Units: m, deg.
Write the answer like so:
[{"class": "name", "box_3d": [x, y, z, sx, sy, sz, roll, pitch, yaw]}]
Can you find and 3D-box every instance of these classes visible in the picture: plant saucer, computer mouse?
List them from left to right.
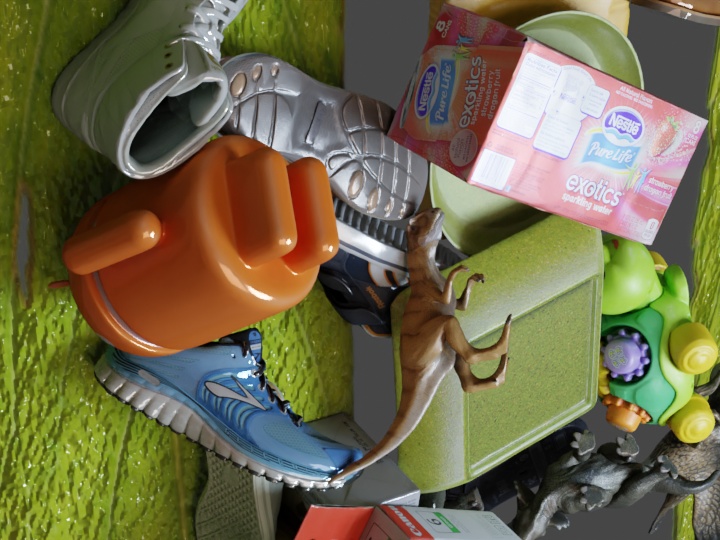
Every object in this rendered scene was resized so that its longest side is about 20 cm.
[{"class": "computer mouse", "box_3d": [0.096, 0.161, 1.292, 0.199, 0.046, 0.141, -33, 138, 0]}, {"class": "plant saucer", "box_3d": [0.118, 0.071, 1.152, 0.199, 0.048, 0.201, -26, 132, -27]}, {"class": "plant saucer", "box_3d": [0.126, -0.101, 1.111, 0.199, 0.031, 0.201, -19, 127, -27]}]

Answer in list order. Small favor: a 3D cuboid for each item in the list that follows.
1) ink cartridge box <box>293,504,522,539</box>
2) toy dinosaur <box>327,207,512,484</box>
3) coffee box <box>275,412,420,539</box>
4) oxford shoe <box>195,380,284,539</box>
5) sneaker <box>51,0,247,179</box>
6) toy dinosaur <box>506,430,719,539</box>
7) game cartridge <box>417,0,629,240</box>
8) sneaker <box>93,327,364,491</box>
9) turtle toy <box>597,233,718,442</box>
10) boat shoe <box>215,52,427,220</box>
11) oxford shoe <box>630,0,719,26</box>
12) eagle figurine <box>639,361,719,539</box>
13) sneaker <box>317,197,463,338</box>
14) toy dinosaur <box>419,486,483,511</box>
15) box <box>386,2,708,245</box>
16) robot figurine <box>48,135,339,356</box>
[{"class": "ink cartridge box", "box_3d": [0.026, 0.235, 1.121, 0.199, 0.050, 0.110, 12, 109, -44]}, {"class": "toy dinosaur", "box_3d": [0.050, 0.060, 1.042, 0.060, 0.105, 0.202, 60, 39, -76]}, {"class": "coffee box", "box_3d": [-0.024, 0.234, 1.200, 0.079, 0.113, 0.201, -13, 124, -30]}, {"class": "oxford shoe", "box_3d": [-0.085, 0.165, 1.144, 0.058, 0.075, 0.201, -36, 140, -48]}, {"class": "sneaker", "box_3d": [-0.093, -0.143, 0.904, 0.200, 0.115, 0.074, -52, 133, 2]}, {"class": "toy dinosaur", "box_3d": [0.206, 0.178, 1.272, 0.199, 0.077, 0.102, -15, 165, -20]}, {"class": "game cartridge", "box_3d": [0.125, -0.134, 1.129, 0.175, 0.032, 0.201, -18, 128, -27]}, {"class": "sneaker", "box_3d": [-0.081, 0.086, 1.034, 0.199, 0.078, 0.090, 29, 84, -3]}, {"class": "turtle toy", "box_3d": [0.232, 0.052, 1.270, 0.100, 0.146, 0.201, -12, 126, -5]}, {"class": "boat shoe", "box_3d": [-0.033, -0.094, 1.011, 0.199, 0.072, 0.076, 30, 81, -40]}, {"class": "oxford shoe", "box_3d": [0.280, -0.229, 1.162, 0.199, 0.071, 0.072, -15, 122, -43]}, {"class": "eagle figurine", "box_3d": [0.317, 0.185, 1.408, 0.201, 0.150, 0.152, 61, 39, -29]}, {"class": "sneaker", "box_3d": [0.000, 0.000, 1.091, 0.199, 0.079, 0.080, 25, 107, -39]}, {"class": "toy dinosaur", "box_3d": [0.056, 0.235, 1.247, 0.102, 0.077, 0.201, -13, 138, -28]}, {"class": "box", "box_3d": [0.131, -0.098, 1.027, 0.199, 0.095, 0.103, 14, 105, -41]}, {"class": "robot figurine", "box_3d": [-0.104, -0.012, 0.946, 0.117, 0.199, 0.144, 56, 38, -16]}]
